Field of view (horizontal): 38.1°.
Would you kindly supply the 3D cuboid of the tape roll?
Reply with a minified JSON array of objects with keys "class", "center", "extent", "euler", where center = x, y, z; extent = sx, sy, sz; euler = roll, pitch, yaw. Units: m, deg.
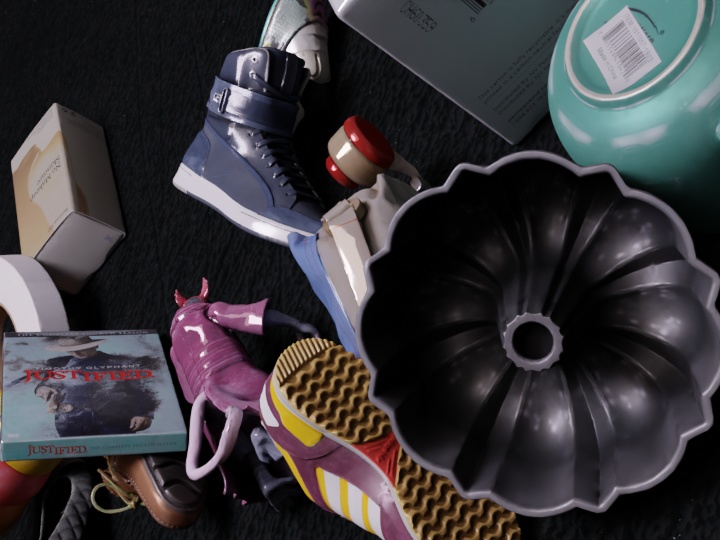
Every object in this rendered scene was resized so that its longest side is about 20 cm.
[{"class":"tape roll","center":[-0.370,0.086,1.100],"extent":[0.201,0.037,0.207],"euler":[4,95,43]}]

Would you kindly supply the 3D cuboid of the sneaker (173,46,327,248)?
[{"class":"sneaker","center":[-0.064,-0.103,0.866],"extent":[0.201,0.077,0.148],"euler":[30,99,34]}]

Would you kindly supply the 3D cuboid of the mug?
[{"class":"mug","center":[0.194,-0.110,0.586],"extent":[0.184,0.114,0.154],"euler":[8,76,49]}]

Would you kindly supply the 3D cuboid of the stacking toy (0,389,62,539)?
[{"class":"stacking toy","center":[-0.318,0.151,0.971],"extent":[0.199,0.146,0.148],"euler":[-34,47,21]}]

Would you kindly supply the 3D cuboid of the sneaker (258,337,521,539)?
[{"class":"sneaker","center":[0.017,0.133,0.657],"extent":[0.200,0.075,0.090],"euler":[46,146,13]}]

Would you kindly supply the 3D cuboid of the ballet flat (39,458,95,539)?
[{"class":"ballet flat","center":[-0.276,0.228,0.938],"extent":[0.067,0.056,0.201],"euler":[-55,21,15]}]

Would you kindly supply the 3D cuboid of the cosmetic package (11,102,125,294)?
[{"class":"cosmetic package","center":[-0.334,-0.084,1.180],"extent":[0.105,0.071,0.201],"euler":[-46,43,20]}]

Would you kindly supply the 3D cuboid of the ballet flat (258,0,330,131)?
[{"class":"ballet flat","center":[-0.071,-0.169,0.954],"extent":[0.071,0.069,0.202],"euler":[35,101,32]}]

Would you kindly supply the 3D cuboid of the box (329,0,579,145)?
[{"class":"box","center":[0.094,-0.227,0.693],"extent":[0.199,0.199,0.132],"euler":[-43,46,23]}]

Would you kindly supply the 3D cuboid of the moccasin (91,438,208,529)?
[{"class":"moccasin","center":[-0.188,0.167,0.886],"extent":[0.201,0.073,0.079],"euler":[30,95,51]}]

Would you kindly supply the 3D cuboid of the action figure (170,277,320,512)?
[{"class":"action figure","center":[-0.111,0.087,0.800],"extent":[0.134,0.148,0.201],"euler":[-50,55,24]}]

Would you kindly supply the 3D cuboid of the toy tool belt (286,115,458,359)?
[{"class":"toy tool belt","center":[0.000,0.000,0.729],"extent":[0.123,0.124,0.201],"euler":[-43,55,21]}]

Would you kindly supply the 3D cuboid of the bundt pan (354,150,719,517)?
[{"class":"bundt pan","center":[0.100,0.029,0.583],"extent":[0.202,0.202,0.076],"euler":[-44,0,22]}]

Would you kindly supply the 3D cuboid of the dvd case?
[{"class":"dvd case","center":[-0.232,0.100,0.889],"extent":[0.200,0.144,0.022],"euler":[-130,43,-64]}]
